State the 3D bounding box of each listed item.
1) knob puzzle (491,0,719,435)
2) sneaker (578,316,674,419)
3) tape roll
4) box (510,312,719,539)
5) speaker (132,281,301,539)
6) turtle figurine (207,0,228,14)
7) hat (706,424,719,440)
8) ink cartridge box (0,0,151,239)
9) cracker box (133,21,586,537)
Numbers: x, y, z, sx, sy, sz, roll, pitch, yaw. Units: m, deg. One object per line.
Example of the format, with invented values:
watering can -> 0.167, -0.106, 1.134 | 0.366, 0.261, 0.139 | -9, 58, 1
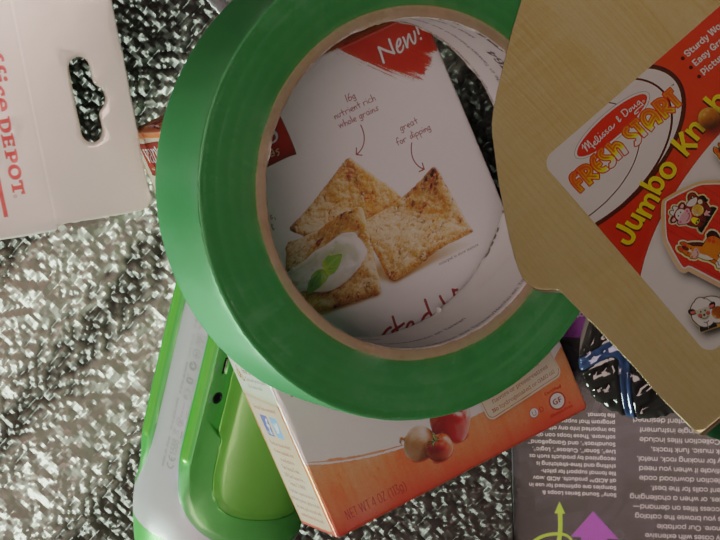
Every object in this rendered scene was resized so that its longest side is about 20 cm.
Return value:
knob puzzle -> 0.143, -0.061, 1.149 | 0.220, 0.030, 0.220 | -2, 81, 16
sneaker -> 0.152, -0.034, 1.219 | 0.076, 0.077, 0.200 | 28, 110, -2
tape roll -> 0.013, -0.038, 1.178 | 0.200, 0.048, 0.200 | -2, 95, -27
box -> 0.142, 0.094, 1.314 | 0.143, 0.036, 0.200 | 1, 102, 15
speaker -> -0.052, 0.045, 1.324 | 0.088, 0.088, 0.200 | 17, 106, 10
turtle figurine -> -0.097, -0.184, 1.237 | 0.194, 0.144, 0.200 | 5, 100, -7
hat -> 0.221, -0.037, 1.222 | 0.200, 0.166, 0.176 | -18, 70, 14
ink cartridge box -> -0.198, -0.071, 1.236 | 0.200, 0.067, 0.117 | -8, 107, 2
cracker box -> 0.000, 0.000, 1.242 | 0.134, 0.058, 0.200 | -27, 100, -16
